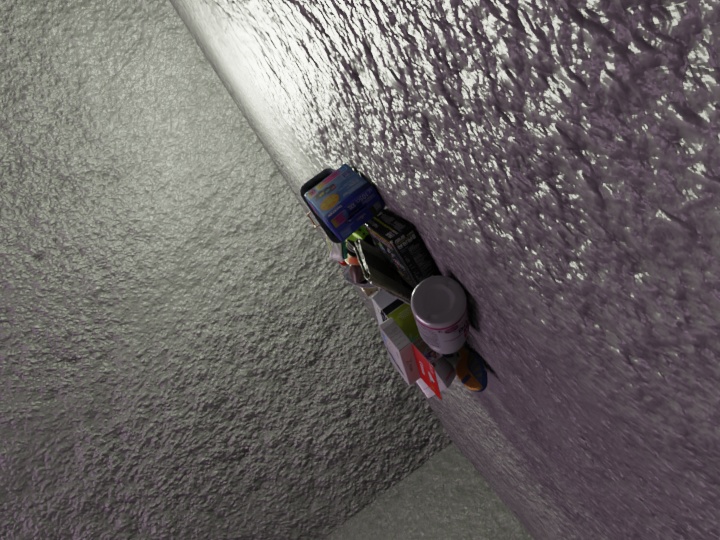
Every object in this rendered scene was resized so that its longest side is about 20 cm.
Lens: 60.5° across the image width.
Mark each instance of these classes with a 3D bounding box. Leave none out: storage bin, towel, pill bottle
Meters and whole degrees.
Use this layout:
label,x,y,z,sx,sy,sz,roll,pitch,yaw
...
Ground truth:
label,x,y,z,sx,sy,sz,roll,pitch,yaw
storage bin,-0.082,-0.184,1.827,0.201,0.145,0.134,56,-175,-3
towel,0.070,0.015,1.534,0.199,0.035,0.193,31,-157,-26
pill bottle,0.175,0.102,1.317,0.114,0.113,0.200,53,174,28

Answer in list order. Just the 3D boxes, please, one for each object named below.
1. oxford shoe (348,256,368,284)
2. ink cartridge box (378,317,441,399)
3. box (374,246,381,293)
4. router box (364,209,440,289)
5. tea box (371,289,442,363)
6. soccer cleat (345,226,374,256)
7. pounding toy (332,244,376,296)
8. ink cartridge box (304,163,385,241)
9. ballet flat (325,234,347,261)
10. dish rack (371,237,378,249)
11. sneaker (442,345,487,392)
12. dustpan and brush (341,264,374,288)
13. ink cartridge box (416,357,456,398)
label,x,y,z,sx,sy,sz,roll,pitch,yaw
oxford shoe,0.000,0.000,1.666,0.200,0.071,0.073,-4,-83,-79
ink cartridge box,0.125,0.234,1.549,0.176,0.045,0.200,49,168,35
box,0.064,0.022,1.773,0.200,0.036,0.144,89,174,-60
router box,0.093,-0.048,1.408,0.150,0.062,0.200,57,175,-23
tea box,0.145,0.148,1.696,0.197,0.133,0.200,53,171,25
soccer cleat,0.001,-0.070,1.662,0.081,0.068,0.200,40,170,19
pounding toy,-0.009,-0.013,2.089,0.200,0.142,0.185,50,172,51
ink cartridge box,-0.034,-0.160,1.471,0.076,0.136,0.200,53,177,-38
ballet flat,-0.078,-0.128,1.935,0.069,0.069,0.202,111,157,-83
dish rack,0.012,-0.147,1.640,0.200,0.043,0.172,52,174,35
sneaker,0.278,0.246,1.566,0.088,0.075,0.200,45,-172,-32
dustpan and brush,0.057,0.015,1.966,0.199,0.140,0.057,29,-163,-35
ink cartridge box,0.207,0.280,1.954,0.201,0.084,0.145,56,-154,2
